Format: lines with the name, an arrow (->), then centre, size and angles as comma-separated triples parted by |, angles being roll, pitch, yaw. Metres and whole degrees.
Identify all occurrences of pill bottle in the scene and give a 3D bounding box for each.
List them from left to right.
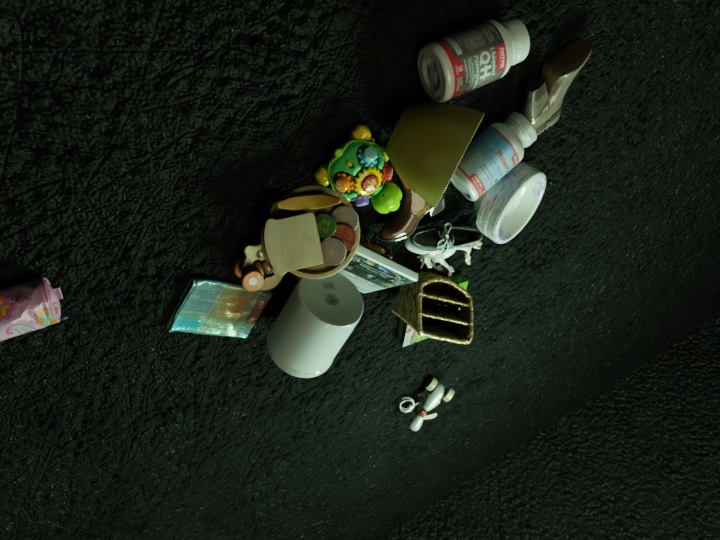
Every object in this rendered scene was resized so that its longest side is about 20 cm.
pill bottle -> 0.218, -0.409, 0.989 | 0.198, 0.111, 0.111 | -26, 138, -12
pill bottle -> 0.299, -0.263, 1.183 | 0.200, 0.109, 0.109 | -41, 139, 5

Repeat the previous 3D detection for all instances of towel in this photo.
towel -> -0.307, 0.087, 1.139 | 0.199, 0.022, 0.147 | 14, 119, -43

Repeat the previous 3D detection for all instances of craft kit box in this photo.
craft kit box -> 0.209, 0.117, 1.521 | 0.196, 0.049, 0.201 | -18, 136, -25

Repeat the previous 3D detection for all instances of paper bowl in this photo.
paper bowl -> 0.363, -0.177, 1.292 | 0.200, 0.104, 0.202 | -33, 146, -26

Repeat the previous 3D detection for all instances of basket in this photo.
basket -> 0.210, 0.092, 1.361 | 0.198, 0.149, 0.144 | 16, 102, -32

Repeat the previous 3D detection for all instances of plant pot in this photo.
plant pot -> 0.134, -0.247, 1.017 | 0.201, 0.141, 0.200 | -61, 176, -7

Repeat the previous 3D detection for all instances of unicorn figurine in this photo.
unicorn figurine -> 0.226, -0.045, 1.370 | 0.200, 0.074, 0.138 | -46, 131, -12

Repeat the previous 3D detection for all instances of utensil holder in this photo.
utensil holder -> -0.102, 0.120, 1.170 | 0.168, 0.171, 0.201 | -1, 142, -34

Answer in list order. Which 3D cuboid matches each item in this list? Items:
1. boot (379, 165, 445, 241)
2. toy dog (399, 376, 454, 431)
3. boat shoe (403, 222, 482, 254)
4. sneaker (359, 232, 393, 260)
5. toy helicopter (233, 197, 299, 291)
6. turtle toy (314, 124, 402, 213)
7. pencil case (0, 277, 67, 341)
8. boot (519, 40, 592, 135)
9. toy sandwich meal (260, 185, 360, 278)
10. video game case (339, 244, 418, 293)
boot -> 0.101, -0.177, 1.154 | 0.187, 0.069, 0.201 | -29, 136, -3
toy dog -> 0.235, 0.461, 1.820 | 0.199, 0.133, 0.096 | -33, 178, 1
boat shoe -> 0.208, -0.079, 1.279 | 0.197, 0.075, 0.068 | 4, 169, -16
sneaker -> -0.021, -0.046, 1.174 | 0.199, 0.079, 0.082 | 29, 143, -31
toy helicopter -> -0.177, -0.051, 1.069 | 0.131, 0.079, 0.202 | 7, 111, -31
turtle toy -> 0.012, -0.188, 1.052 | 0.146, 0.101, 0.199 | -46, 139, 10
pencil case -> -0.612, 0.076, 0.867 | 0.198, 0.088, 0.088 | -20, 137, -21
boot -> 0.450, -0.411, 1.197 | 0.199, 0.070, 0.146 | -37, 146, 1
toy sandwich meal -> -0.097, -0.070, 1.007 | 0.203, 0.070, 0.208 | -1, 103, -6
video game case -> 0.000, 0.000, 1.175 | 0.199, 0.024, 0.181 | 24, 154, -37
